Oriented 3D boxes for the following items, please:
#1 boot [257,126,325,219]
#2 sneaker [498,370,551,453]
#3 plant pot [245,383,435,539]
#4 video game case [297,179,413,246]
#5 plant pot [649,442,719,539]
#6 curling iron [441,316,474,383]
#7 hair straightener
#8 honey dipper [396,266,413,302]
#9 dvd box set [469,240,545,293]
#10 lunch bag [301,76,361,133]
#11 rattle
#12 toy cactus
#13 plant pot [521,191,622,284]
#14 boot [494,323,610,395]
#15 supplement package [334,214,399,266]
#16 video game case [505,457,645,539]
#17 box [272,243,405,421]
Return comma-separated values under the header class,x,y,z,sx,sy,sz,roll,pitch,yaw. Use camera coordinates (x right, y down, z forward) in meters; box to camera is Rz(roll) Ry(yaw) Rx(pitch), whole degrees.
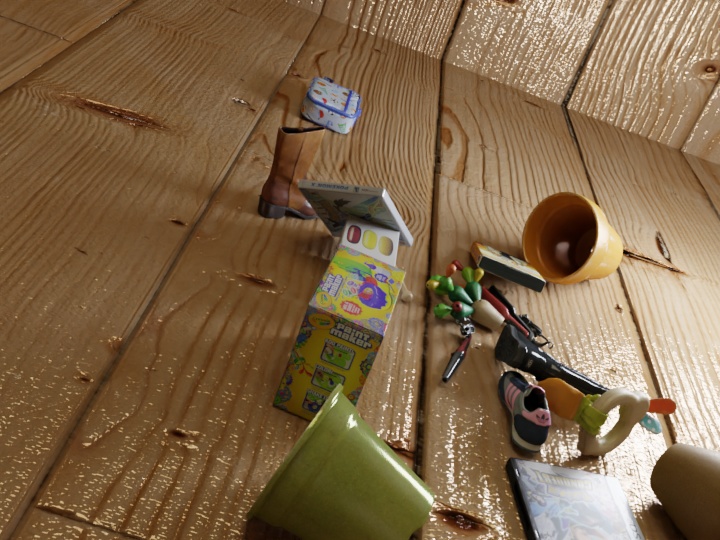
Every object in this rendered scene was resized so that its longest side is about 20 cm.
class,x,y,z,sx,sy,sz,roll,pitch,yaw
boot,-0.114,-0.209,1.756,0.186,0.202,0.069,-1,35,-33
sneaker,0.286,0.217,1.446,0.069,0.083,0.201,15,26,-11
plant pot,-0.014,0.280,1.070,0.183,0.202,0.200,37,31,4
video game case,-0.007,-0.109,1.657,0.179,0.200,0.022,9,67,25
plant pot,0.557,0.359,1.322,0.184,0.189,0.200,-1,24,-34
curling iron,0.172,0.146,1.540,0.050,0.025,0.200,56,32,-14
hair straightener,0.320,0.093,1.707,0.076,0.041,0.200,-6,34,-40
honey dipper,0.068,-0.005,1.717,0.037,0.038,0.201,6,37,-25
dvd box set,0.311,-0.011,1.821,0.144,0.030,0.200,22,11,-1
lunch bag,-0.073,-0.448,2.299,0.158,0.076,0.201,21,31,-5
rattle,0.427,0.234,1.480,0.198,0.133,0.142,-18,18,-29
toy cactus,0.212,0.051,1.673,0.164,0.103,0.200,35,23,6
plant pot,0.500,-0.058,1.945,0.182,0.202,0.201,15,26,-44
boot,0.353,0.180,1.563,0.197,0.066,0.165,24,13,-6
supplement package,0.000,0.000,1.584,0.112,0.111,0.201,18,30,-5
video game case,0.330,0.371,1.286,0.197,0.026,0.182,14,31,-14
box,-0.031,0.102,1.317,0.120,0.195,0.201,22,30,2
